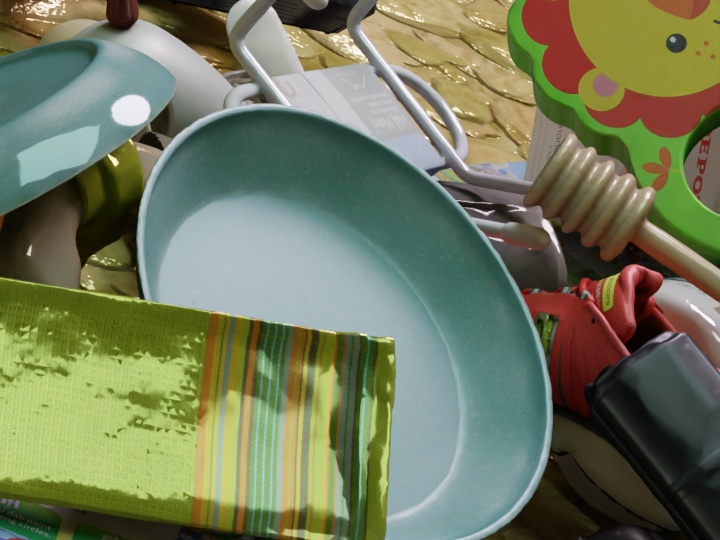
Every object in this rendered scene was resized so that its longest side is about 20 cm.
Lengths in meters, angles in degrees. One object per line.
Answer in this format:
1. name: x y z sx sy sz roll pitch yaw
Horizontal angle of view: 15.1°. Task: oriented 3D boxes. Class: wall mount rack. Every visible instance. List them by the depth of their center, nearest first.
1. wall mount rack: 0.032 -0.064 1.246 0.174 0.075 0.200 51 27 12

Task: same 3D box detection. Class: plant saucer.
1. plant saucer: -0.169 -0.046 1.074 0.200 0.200 0.027 -67 136 -66
2. plant saucer: -0.012 0.027 1.076 0.200 0.036 0.200 23 47 -28

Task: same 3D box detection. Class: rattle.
1. rattle: -0.096 0.047 1.122 0.200 0.143 0.130 44 28 -28

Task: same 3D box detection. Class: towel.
1. towel: -0.082 0.047 0.970 0.200 0.018 0.086 10 61 -18

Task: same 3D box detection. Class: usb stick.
1. usb stick: 0.166 0.110 1.069 0.055 0.033 0.200 -34 75 -19

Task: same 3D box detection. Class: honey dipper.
1. honey dipper: 0.160 0.013 1.160 0.200 0.038 0.038 36 24 0

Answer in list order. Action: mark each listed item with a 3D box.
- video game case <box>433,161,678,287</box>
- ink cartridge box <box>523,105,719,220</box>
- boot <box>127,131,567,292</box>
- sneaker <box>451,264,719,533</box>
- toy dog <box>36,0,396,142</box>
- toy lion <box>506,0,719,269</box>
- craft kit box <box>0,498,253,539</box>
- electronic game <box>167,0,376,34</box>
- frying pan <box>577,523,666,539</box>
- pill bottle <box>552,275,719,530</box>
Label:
1. video game case: 0.097 -0.012 1.432 0.200 0.017 0.143 -5 38 -49
2. ink cartridge box: 0.194 -0.073 1.378 0.125 0.129 0.200 10 0 -29
3. boot: 0.001 -0.001 1.253 0.200 0.073 0.182 15 27 -23
4. sneaker: 0.094 0.028 1.158 0.200 0.085 0.077 31 31 20
5. toy dog: -0.068 -0.097 1.334 0.200 0.096 0.132 -6 36 -40
6. toy lion: 0.163 -0.094 1.244 0.191 0.200 0.069 -1 -17 3
7. craft kit box: -0.140 0.097 0.958 0.200 0.049 0.198 23 27 -6
8. electronic game: -0.089 -0.162 1.457 0.200 0.042 0.200 12 5 -1
9. frying pan: 0.148 0.152 1.072 0.115 0.031 0.190 38 3 -24
10. pill bottle: 0.183 0.053 1.267 0.111 0.111 0.200 39 28 29
